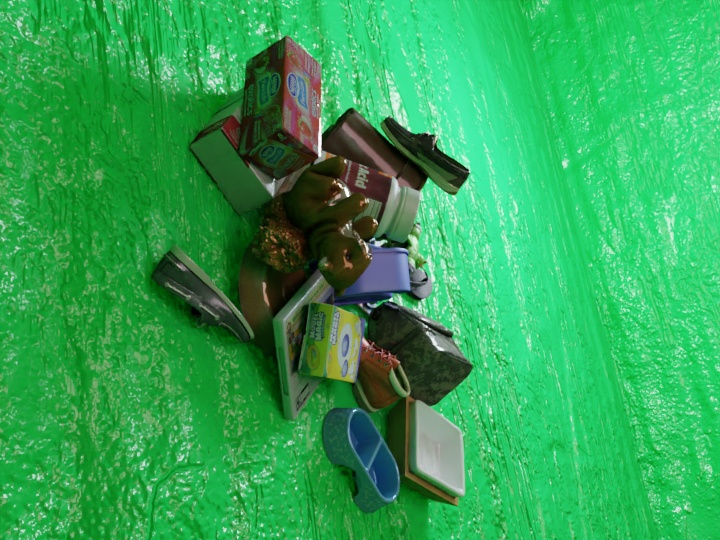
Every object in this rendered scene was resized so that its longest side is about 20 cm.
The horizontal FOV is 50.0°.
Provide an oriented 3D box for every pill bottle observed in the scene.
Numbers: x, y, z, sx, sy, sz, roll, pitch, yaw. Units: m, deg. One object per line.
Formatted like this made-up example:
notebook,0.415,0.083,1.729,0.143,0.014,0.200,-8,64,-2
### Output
pill bottle,0.000,-0.127,1.371,0.196,0.115,0.116,19,47,-8

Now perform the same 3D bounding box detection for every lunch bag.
lunch bag,0.109,0.156,1.547,0.199,0.139,0.169,27,22,-52

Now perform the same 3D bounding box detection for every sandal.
sandal,0.112,0.012,1.723,0.199,0.042,0.078,28,50,-50

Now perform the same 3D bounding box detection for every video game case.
video game case,-0.086,0.114,1.279,0.200,0.022,0.186,-51,143,-56

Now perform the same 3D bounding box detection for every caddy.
caddy,0.000,0.000,1.421,0.196,0.141,0.107,-3,80,-31

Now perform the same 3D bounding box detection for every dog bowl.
dog bowl,0.007,0.328,1.354,0.203,0.049,0.112,62,30,-16

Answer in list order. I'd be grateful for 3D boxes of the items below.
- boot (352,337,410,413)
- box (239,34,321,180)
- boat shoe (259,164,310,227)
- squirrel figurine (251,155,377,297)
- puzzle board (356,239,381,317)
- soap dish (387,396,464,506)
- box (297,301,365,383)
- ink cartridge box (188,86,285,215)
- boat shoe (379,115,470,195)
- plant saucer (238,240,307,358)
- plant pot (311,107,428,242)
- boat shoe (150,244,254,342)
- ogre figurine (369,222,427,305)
boot,0.019,0.157,1.421,0.203,0.106,0.075,63,32,-9
box,-0.128,-0.267,1.264,0.095,0.098,0.204,32,47,-44
boat shoe,-0.133,-0.142,1.374,0.064,0.073,0.202,17,46,-8
squirrel figurine,-0.068,-0.049,1.217,0.142,0.196,0.190,67,9,-60
puzzle board,-0.005,-0.022,1.575,0.151,0.017,0.203,44,38,-39
soap dish,0.126,0.356,1.506,0.200,0.080,0.160,40,41,-42
box,-0.048,0.122,1.290,0.200,0.047,0.120,28,69,-67
ink cartridge box,-0.185,-0.218,1.322,0.148,0.082,0.202,54,34,-25
boat shoe,0.126,-0.231,1.473,0.200,0.066,0.072,43,21,0
plant saucer,-0.130,0.041,1.274,0.200,0.035,0.204,39,45,-55
plant pot,-0.003,-0.193,1.509,0.198,0.199,0.201,44,36,-14
boat shoe,-0.230,0.048,1.133,0.062,0.072,0.201,-44,129,-11
ogre figurine,0.065,-0.027,1.560,0.099,0.118,0.201,59,32,-16
